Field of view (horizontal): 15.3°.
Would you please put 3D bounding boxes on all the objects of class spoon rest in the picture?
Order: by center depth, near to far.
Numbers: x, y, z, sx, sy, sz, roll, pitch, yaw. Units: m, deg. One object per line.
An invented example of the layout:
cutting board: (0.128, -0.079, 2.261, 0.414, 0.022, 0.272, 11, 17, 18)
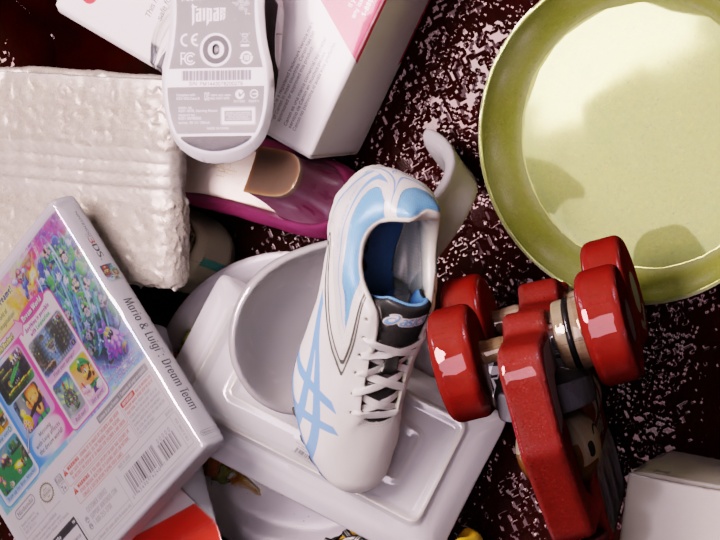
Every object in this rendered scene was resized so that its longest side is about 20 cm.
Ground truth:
spoon rest: (0.000, 0.000, 1.599, 0.200, 0.099, 0.061, -48, 29, -15)

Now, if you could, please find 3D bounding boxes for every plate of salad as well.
plate of salad: (-0.043, 0.089, 1.675, 0.199, 0.048, 0.201, 3, 99, 17)

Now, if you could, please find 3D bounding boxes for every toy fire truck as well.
toy fire truck: (0.116, 0.082, 1.525, 0.111, 0.200, 0.169, -15, 99, 11)

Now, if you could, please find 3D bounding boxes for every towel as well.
towel: (-0.189, -0.059, 1.672, 0.199, 0.034, 0.133, 6, 100, 29)

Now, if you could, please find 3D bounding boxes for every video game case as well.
video game case: (-0.183, 0.083, 1.656, 0.183, 0.024, 0.200, 57, 133, 15)

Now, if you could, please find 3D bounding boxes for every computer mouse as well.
computer mouse: (-0.082, -0.164, 1.595, 0.109, 0.044, 0.201, 2, 91, 14)

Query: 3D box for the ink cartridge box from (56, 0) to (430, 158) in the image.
ink cartridge box: (-0.067, -0.180, 1.655, 0.199, 0.084, 0.145, 31, 104, 17)

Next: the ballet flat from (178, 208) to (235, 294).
ballet flat: (-0.175, -0.036, 1.721, 0.199, 0.069, 0.070, 17, 100, 21)

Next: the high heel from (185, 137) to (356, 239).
high heel: (-0.080, -0.059, 1.698, 0.199, 0.096, 0.068, 23, 87, 42)

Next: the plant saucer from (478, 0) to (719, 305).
plant saucer: (0.168, -0.081, 1.594, 0.199, 0.031, 0.201, 2, 96, 22)

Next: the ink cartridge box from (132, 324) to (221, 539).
ink cartridge box: (-0.161, 0.154, 1.690, 0.160, 0.047, 0.201, -31, 67, 43)

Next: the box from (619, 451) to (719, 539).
box: (0.191, 0.215, 1.572, 0.077, 0.095, 0.201, 10, 99, 20)

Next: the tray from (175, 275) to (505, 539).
tray: (-0.022, 0.089, 1.625, 0.199, 0.022, 0.108, 27, 79, 7)

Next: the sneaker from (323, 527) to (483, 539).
sneaker: (-0.009, 0.191, 1.661, 0.199, 0.078, 0.083, -1, 99, 12)

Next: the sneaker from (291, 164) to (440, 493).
sneaker: (0.007, 0.040, 1.551, 0.072, 0.071, 0.201, 38, 126, 56)
